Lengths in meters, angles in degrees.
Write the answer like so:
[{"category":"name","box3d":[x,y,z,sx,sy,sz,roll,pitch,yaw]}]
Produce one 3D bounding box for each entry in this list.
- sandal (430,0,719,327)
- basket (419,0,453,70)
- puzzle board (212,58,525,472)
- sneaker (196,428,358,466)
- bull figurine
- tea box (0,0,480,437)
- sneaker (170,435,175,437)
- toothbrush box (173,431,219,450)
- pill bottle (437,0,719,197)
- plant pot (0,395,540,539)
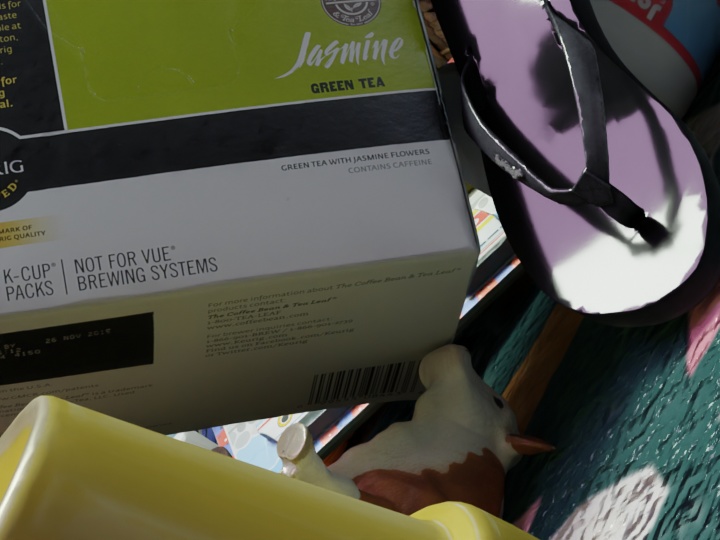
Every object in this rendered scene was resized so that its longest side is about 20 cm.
[{"category":"sandal","box3d":[0.063,-0.063,0.836,0.076,0.043,0.200,-38,58,22]},{"category":"basket","box3d":[-0.007,-0.147,1.180,0.142,0.200,0.149,-25,30,32]},{"category":"puzzle board","box3d":[0.000,0.000,1.059,0.200,0.017,0.151,-44,34,13]},{"category":"sneaker","box3d":[-0.015,0.029,1.124,0.200,0.078,0.075,-55,12,20]},{"category":"bull figurine","box3d":[-0.010,0.113,0.831,0.065,0.121,0.201,16,81,52]},{"category":"tea box","box3d":[-0.078,-0.049,0.891,0.134,0.199,0.197,102,158,-63]},{"category":"sneaker","box3d":[-0.044,0.019,1.222,0.131,0.079,0.200,-49,5,39]},{"category":"toothbrush box","box3d":[-0.113,0.190,1.111,0.200,0.085,0.147,-48,15,43]},{"category":"pill bottle","box3d":[0.101,-0.124,0.931,0.200,0.109,0.109,-62,11,-11]},{"category":"plant pot","box3d":[-0.043,0.136,0.681,0.201,0.189,0.201,-55,12,17]}]
